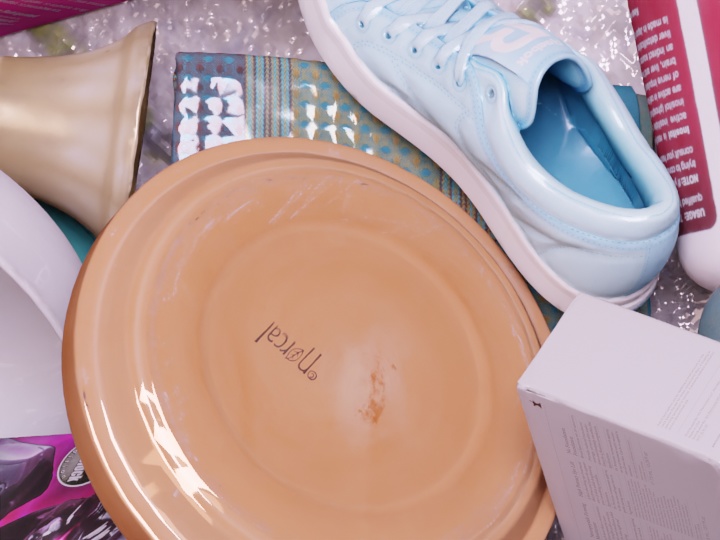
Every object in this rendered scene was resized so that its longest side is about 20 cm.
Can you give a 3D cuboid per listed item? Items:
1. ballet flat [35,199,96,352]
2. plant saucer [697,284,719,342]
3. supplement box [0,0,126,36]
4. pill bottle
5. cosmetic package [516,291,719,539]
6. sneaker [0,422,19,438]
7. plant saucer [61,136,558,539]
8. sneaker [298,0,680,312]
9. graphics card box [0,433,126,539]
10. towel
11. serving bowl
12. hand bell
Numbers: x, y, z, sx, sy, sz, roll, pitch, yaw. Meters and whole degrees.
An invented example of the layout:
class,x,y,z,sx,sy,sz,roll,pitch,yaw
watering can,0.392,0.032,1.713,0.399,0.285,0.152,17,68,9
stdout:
class,x,y,z,sx,sy,sz,roll,pitch,yaw
ballet flat,-0.123,0.022,0.977,0.200,0.071,0.071,40,104,14
plant saucer,0.199,0.076,0.765,0.200,0.200,0.027,31,64,17
supplement box,-0.143,-0.167,0.955,0.199,0.103,0.102,-13,87,18
pill bottle,0.167,-0.060,0.837,0.112,0.113,0.201,-11,88,20
cosmetic package,0.121,0.096,0.814,0.082,0.200,0.051,19,59,29
sneaker,-0.126,0.099,0.972,0.199,0.076,0.093,-15,82,19
plant saucer,-0.010,0.039,0.801,0.201,0.200,0.032,56,145,10
sneaker,0.055,-0.077,0.840,0.200,0.074,0.082,47,150,12
graphics card box,-0.109,0.120,0.844,0.199,0.126,0.051,-7,129,34
towel,0.021,-0.011,0.880,0.199,0.022,0.148,4,78,-8
serving bowl,-0.189,0.003,0.912,0.199,0.066,0.201,17,140,15
hand bell,-0.192,-0.070,0.933,0.199,0.104,0.105,8,95,-6
